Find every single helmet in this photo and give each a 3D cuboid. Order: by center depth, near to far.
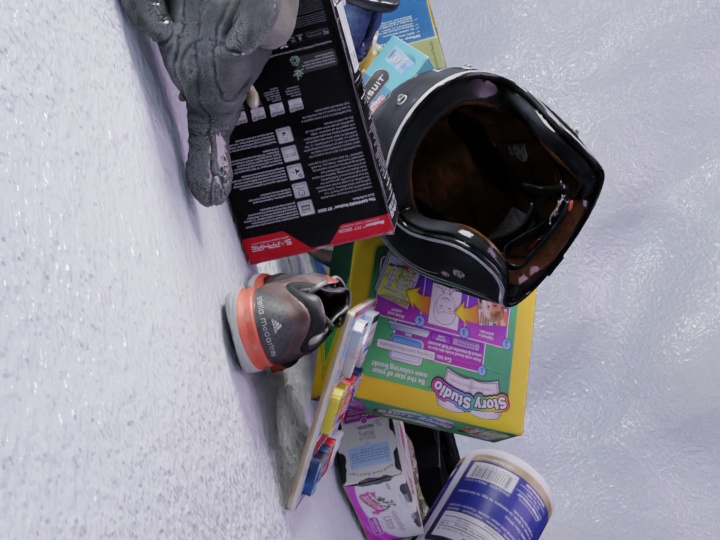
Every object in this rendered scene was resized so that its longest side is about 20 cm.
[{"bbox_3d":[0.092,-0.079,1.063,0.191,0.200,0.200,37,-7,18],"label":"helmet"}]

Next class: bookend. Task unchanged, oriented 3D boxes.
[{"bbox_3d":[0.066,0.216,1.505,0.199,0.092,0.200,-74,148,-79],"label":"bookend"}]

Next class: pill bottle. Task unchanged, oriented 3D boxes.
[{"bbox_3d":[0.112,0.292,1.277,0.200,0.116,0.116,-51,136,-38],"label":"pill bottle"}]

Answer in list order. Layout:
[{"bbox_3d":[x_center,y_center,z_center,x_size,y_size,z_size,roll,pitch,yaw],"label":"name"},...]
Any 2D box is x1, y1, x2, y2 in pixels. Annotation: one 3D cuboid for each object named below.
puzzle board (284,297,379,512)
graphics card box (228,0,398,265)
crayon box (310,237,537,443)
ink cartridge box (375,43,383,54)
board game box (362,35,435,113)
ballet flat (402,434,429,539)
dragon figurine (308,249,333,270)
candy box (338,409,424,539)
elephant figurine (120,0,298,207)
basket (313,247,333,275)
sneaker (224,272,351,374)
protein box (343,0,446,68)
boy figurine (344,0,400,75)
[{"bbox_3d":[-0.016,0.099,0.972,0.200,0.017,0.151,-19,127,-85],"label":"puzzle board"},{"bbox_3d":[-0.054,-0.114,0.955,0.051,0.125,0.200,-71,147,-66],"label":"graphics card box"},{"bbox_3d":[0.064,0.056,1.156,0.058,0.200,0.173,-27,-129,62],"label":"crayon box"},{"bbox_3d":[-0.047,-0.203,1.328,0.200,0.048,0.146,49,-55,54],"label":"ink cartridge box"},{"bbox_3d":[0.032,-0.115,1.189,0.047,0.151,0.200,37,-2,26],"label":"board game box"},{"bbox_3d":[0.042,0.265,1.358,0.075,0.068,0.200,26,42,-55],"label":"ballet flat"},{"bbox_3d":[0.000,0.000,1.239,0.099,0.200,0.059,145,-39,-76],"label":"dragon figurine"},{"bbox_3d":[0.011,0.159,1.254,0.136,0.061,0.200,71,6,-51],"label":"candy box"},{"bbox_3d":[-0.092,-0.174,0.807,0.155,0.141,0.200,35,48,-35],"label":"elephant figurine"},{"bbox_3d":[0.005,-0.036,1.397,0.200,0.139,0.177,141,-65,-65],"label":"basket"},{"bbox_3d":[-0.042,0.036,0.920,0.200,0.082,0.077,-54,129,-83],"label":"sneaker"},{"bbox_3d":[0.012,-0.255,1.599,0.200,0.198,0.135,-94,168,-58],"label":"protein box"},{"bbox_3d":[-0.009,-0.181,1.168,0.124,0.064,0.200,-65,170,-55],"label":"boy figurine"}]
